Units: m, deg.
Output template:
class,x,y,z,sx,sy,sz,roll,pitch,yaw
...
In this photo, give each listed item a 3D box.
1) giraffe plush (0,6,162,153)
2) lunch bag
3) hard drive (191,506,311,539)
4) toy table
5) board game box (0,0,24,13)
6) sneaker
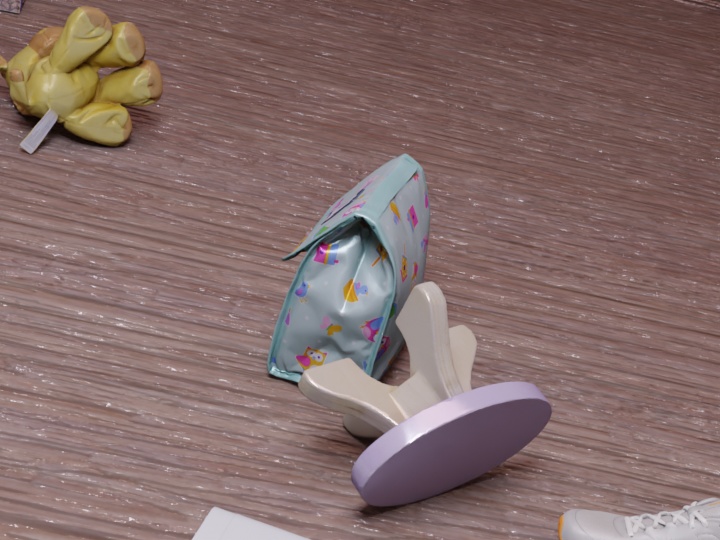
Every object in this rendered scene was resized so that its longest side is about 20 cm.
class,x,y,z,sx,sy,sz,roll,pitch,yaw
giraffe plush,-0.369,-0.238,1.636,0.200,0.173,0.162,-38,37,-16
lunch bag,0.000,0.000,1.262,0.122,0.200,0.170,20,28,11
hard drive,-0.038,0.246,0.961,0.200,0.026,0.132,17,27,8
toy table,0.053,0.112,1.125,0.200,0.184,0.117,-2,47,-46
board game box,-0.582,-0.482,2.028,0.159,0.097,0.200,9,27,-9
sneaker,0.264,0.217,1.089,0.200,0.092,0.076,14,26,0
